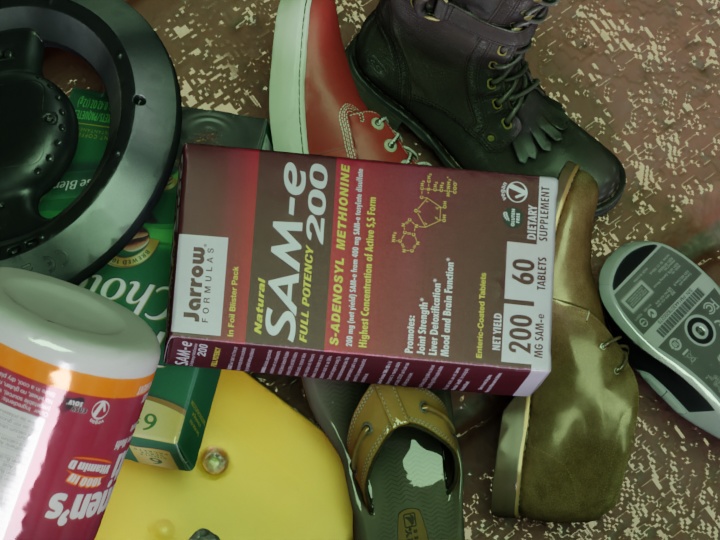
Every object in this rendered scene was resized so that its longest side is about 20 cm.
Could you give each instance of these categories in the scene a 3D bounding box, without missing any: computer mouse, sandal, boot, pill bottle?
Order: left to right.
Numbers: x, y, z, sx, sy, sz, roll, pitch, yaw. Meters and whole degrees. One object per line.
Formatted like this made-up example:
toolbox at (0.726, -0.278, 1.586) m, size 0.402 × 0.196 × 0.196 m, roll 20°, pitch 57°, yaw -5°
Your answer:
pill bottle at (-0.182, 0.109, 1.317) m, size 0.109 × 0.110 × 0.201 m, roll 20°, pitch 103°, yaw -4°
sandal at (0.018, 0.100, 1.399) m, size 0.081 × 0.055 × 0.201 m, roll -9°, pitch 93°, yaw -12°
boot at (0.026, -0.064, 1.442) m, size 0.143 × 0.072 × 0.201 m, roll -7°, pitch 91°, yaw 12°
boot at (0.080, -0.119, 1.438) m, size 0.199 × 0.174 × 0.069 m, roll 29°, pitch 58°, yaw -1°
boot at (0.122, 0.041, 1.445) m, size 0.075 × 0.074 × 0.201 m, roll 7°, pitch 91°, yaw 10°
computer mouse at (0.211, 0.065, 1.483) m, size 0.200 × 0.044 × 0.110 m, roll 46°, pitch 58°, yaw 6°

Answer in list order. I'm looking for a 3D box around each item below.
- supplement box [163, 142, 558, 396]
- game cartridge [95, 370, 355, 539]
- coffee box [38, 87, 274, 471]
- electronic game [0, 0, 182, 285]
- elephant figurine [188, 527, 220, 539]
supplement box at (0.000, 0.000, 1.361) m, size 0.199 × 0.061 × 0.110 m, roll 5°, pitch 74°, yaw -5°
game cartridge at (-0.109, 0.145, 1.421) m, size 0.176 × 0.032 × 0.200 m, roll 37°, pitch 75°, yaw 1°
coffee box at (-0.126, 0.003, 1.417) m, size 0.122 × 0.044 × 0.201 m, roll 10°, pitch 67°, yaw 13°
electronic game at (-0.191, -0.070, 1.420) m, size 0.199 × 0.042 × 0.201 m, roll -8°, pitch 64°, yaw 15°
elephant figurine at (-0.038, 0.249, 1.342) m, size 0.141 × 0.155 × 0.201 m, roll 11°, pitch 80°, yaw 4°
